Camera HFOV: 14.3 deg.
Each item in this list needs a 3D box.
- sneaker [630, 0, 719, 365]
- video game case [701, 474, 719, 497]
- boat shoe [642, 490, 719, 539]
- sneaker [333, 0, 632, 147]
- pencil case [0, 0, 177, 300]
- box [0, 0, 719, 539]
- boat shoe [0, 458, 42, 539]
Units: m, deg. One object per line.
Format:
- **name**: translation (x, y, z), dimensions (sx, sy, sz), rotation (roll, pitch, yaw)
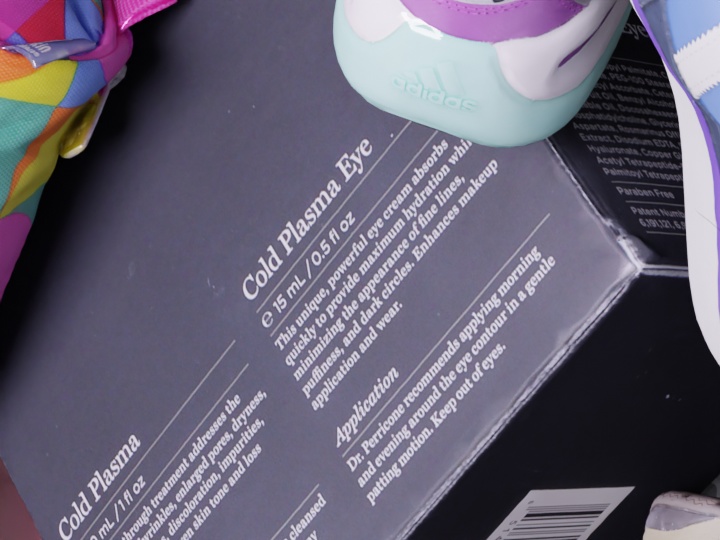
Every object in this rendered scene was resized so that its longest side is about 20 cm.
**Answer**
- **sneaker**: translation (0.114, -0.028, 0.526), dimensions (0.146, 0.080, 0.200), rotation (42, 149, 53)
- **video game case**: translation (0.107, 0.088, 0.745), dimensions (0.182, 0.022, 0.200), rotation (17, 111, 41)
- **boat shoe**: translation (0.126, 0.098, 0.630), dimensions (0.200, 0.074, 0.074), rotation (-168, 88, -69)
- **sneaker**: translation (0.054, -0.136, 0.624), dimensions (0.078, 0.200, 0.140), rotation (15, 136, 0)
- **pencil case**: translation (-0.125, -0.002, 0.729), dimensions (0.088, 0.088, 0.200), rotation (45, 119, 27)
- **box**: translation (0.000, 0.000, 0.735), dimensions (0.200, 0.104, 0.182), rotation (-50, 56, 30)
- **boat shoe**: translation (-0.145, 0.021, 0.831), dimensions (0.060, 0.072, 0.202), rotation (-8, 116, 16)
